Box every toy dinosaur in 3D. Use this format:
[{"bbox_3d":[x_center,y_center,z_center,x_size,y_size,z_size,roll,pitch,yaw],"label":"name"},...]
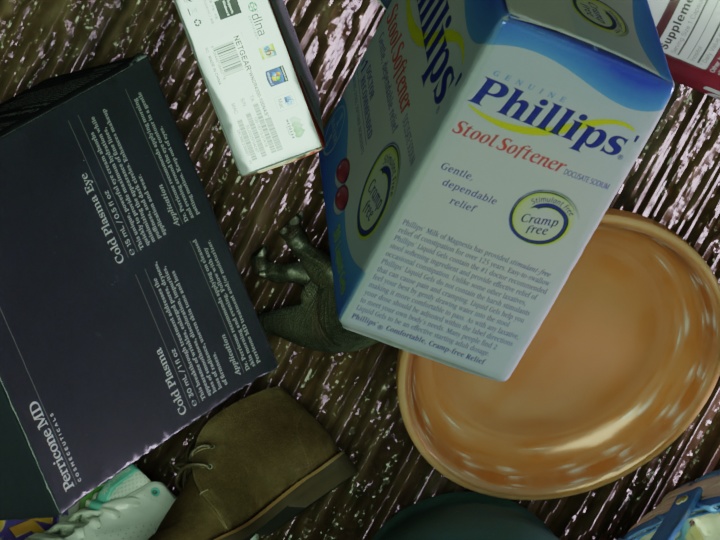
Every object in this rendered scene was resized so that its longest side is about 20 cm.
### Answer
[{"bbox_3d":[0.000,0.000,1.691,0.102,0.077,0.200,44,94,-4],"label":"toy dinosaur"}]

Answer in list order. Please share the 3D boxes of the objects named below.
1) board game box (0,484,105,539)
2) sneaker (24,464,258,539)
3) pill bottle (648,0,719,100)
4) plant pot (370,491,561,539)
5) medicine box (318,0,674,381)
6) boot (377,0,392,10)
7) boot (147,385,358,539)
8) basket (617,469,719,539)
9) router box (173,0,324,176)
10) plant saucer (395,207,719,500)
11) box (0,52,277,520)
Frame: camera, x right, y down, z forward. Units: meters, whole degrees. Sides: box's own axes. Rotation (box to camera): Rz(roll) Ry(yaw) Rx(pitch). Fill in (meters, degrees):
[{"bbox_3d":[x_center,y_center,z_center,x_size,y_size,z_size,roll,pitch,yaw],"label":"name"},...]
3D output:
[{"bbox_3d":[-0.230,0.142,1.739,0.199,0.030,0.096,20,101,-9],"label":"board game box"},{"bbox_3d":[-0.150,0.157,1.700,0.199,0.075,0.089,-2,100,-35],"label":"sneaker"},{"bbox_3d":[0.204,-0.157,1.646,0.199,0.113,0.114,21,101,-6],"label":"pill bottle"},{"bbox_3d":[0.064,0.226,1.681,0.199,0.188,0.201,-1,109,-2],"label":"plant pot"},{"bbox_3d":[0.066,-0.081,1.534,0.102,0.183,0.201,19,120,-16],"label":"medicine box"},{"bbox_3d":[0.005,-0.216,1.635,0.073,0.090,0.200,-36,102,5],"label":"boot"},{"bbox_3d":[-0.090,0.133,1.676,0.074,0.200,0.076,-37,87,45],"label":"boot"},{"bbox_3d":[0.221,0.202,1.675,0.139,0.200,0.177,-21,108,32],"label":"basket"},{"bbox_3d":[-0.077,-0.167,1.598,0.049,0.180,0.201,-20,103,3],"label":"router box"},{"bbox_3d":[0.115,0.044,1.695,0.199,0.038,0.201,-8,126,-11],"label":"plant saucer"},{"bbox_3d":[-0.173,0.010,1.624,0.182,0.104,0.201,-33,106,-41],"label":"box"}]
